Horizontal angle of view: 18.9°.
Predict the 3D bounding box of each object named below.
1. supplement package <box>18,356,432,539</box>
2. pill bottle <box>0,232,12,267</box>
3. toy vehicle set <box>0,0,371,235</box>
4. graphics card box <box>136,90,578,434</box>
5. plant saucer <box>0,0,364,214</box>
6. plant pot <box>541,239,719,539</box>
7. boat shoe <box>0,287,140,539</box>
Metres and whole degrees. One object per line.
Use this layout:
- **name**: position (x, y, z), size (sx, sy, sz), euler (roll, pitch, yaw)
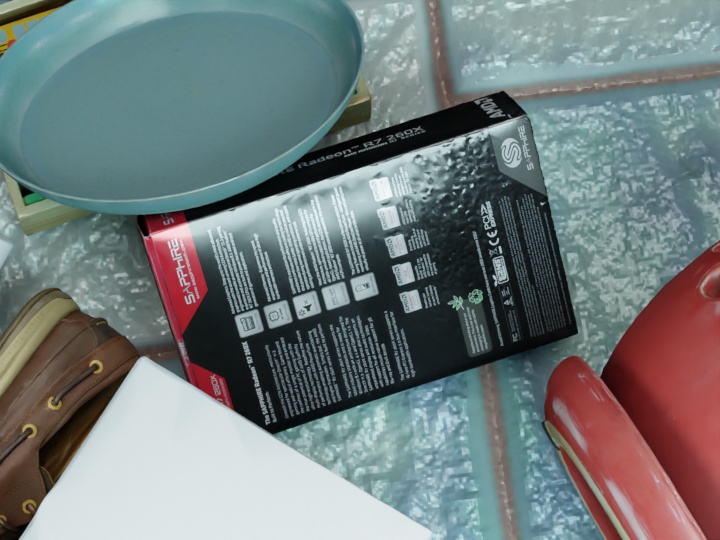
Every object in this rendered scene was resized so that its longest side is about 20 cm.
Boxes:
- **supplement package**: position (-0.067, 0.165, 0.976), size (0.150, 0.200, 0.152), euler (30, 73, 11)
- **pill bottle**: position (-0.254, 0.051, 1.044), size (0.111, 0.111, 0.201), euler (32, 90, 12)
- **toy vehicle set**: position (-0.106, -0.109, 1.170), size (0.199, 0.027, 0.125), euler (-20, 71, -6)
- **graphics card box**: position (0.000, 0.000, 1.082), size (0.199, 0.051, 0.126), euler (-18, 112, -4)
- **plant saucer**: position (-0.094, -0.089, 1.093), size (0.199, 0.028, 0.201), euler (-7, 40, 6)
- **plant pot**: position (0.197, 0.083, 1.011), size (0.182, 0.200, 0.201), euler (-31, 72, 0)
- **boat shoe**: position (-0.178, 0.106, 1.068), size (0.067, 0.072, 0.201), euler (28, 73, 10)
